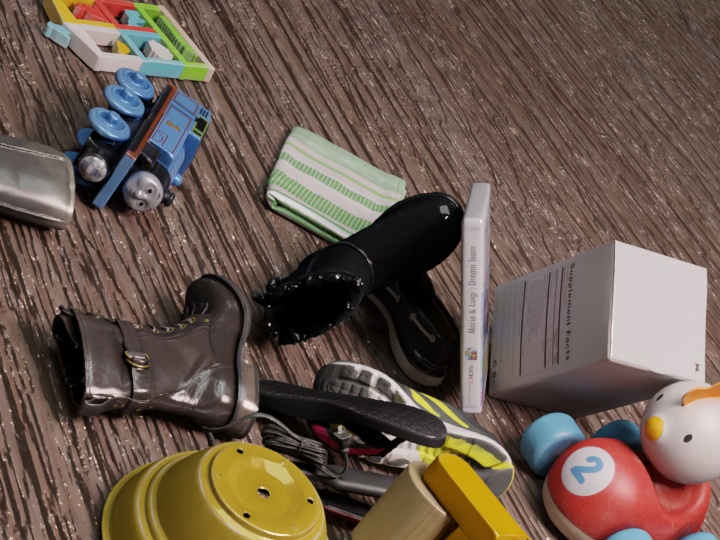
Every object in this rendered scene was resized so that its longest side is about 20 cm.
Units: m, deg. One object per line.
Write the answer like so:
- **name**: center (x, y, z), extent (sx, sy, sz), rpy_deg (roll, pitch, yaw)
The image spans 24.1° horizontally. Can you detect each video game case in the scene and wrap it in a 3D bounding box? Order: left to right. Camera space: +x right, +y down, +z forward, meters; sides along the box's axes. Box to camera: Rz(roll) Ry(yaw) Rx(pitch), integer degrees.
- **video game case**: center (0.112, 0.022, 1.629), extent (0.023, 0.185, 0.200), rpy_deg (1, 12, 6)

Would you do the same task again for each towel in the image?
- **towel**: center (-0.026, -0.087, 1.868), extent (0.151, 0.024, 0.201), rpy_deg (28, 28, -5)

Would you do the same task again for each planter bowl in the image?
- **planter bowl**: center (-0.088, 0.192, 1.270), extent (0.199, 0.084, 0.201), rpy_deg (24, 32, -16)

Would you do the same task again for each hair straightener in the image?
- **hair straightener**: center (-0.037, 0.157, 1.400), extent (0.198, 0.078, 0.041), rpy_deg (22, 15, -13)

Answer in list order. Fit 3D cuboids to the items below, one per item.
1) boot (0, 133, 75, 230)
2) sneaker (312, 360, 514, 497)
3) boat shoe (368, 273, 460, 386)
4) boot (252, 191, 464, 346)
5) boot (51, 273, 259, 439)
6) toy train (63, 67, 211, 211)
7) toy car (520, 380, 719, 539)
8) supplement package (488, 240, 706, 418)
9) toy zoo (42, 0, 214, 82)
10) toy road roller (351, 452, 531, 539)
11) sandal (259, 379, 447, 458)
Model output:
- **boot**: center (-0.365, -0.122, 1.535), extent (0.198, 0.073, 0.183), rpy_deg (4, 51, -30)
- **sneaker**: center (0.045, 0.144, 1.526), extent (0.199, 0.075, 0.085), rpy_deg (31, 9, 0)
- **boat shoe**: center (0.047, 0.025, 1.703), extent (0.073, 0.061, 0.201), rpy_deg (13, 37, -32)
- **boot**: center (0.000, -0.001, 1.586), extent (0.074, 0.196, 0.162), rpy_deg (64, 17, -7)
- **boot**: center (-0.178, 0.057, 1.430), extent (0.172, 0.070, 0.201), rpy_deg (16, 33, -28)
- **toy train**: center (-0.221, -0.127, 1.675), extent (0.114, 0.087, 0.201), rpy_deg (32, 27, -10)
- **toy car**: center (0.280, 0.167, 1.563), extent (0.175, 0.201, 0.185), rpy_deg (9, 34, -35)
- **supplement package**: center (0.232, 0.062, 1.659), extent (0.120, 0.199, 0.121), rpy_deg (15, 69, -28)
- **toy zoo**: center (-0.275, -0.268, 1.917), extent (0.199, 0.021, 0.131), rpy_deg (1, 40, -45)
- **toy road roller**: center (0.100, 0.252, 1.342), extent (0.200, 0.123, 0.145), rpy_deg (49, 19, 27)
- **sandal**: center (-0.012, 0.133, 1.451), extent (0.198, 0.046, 0.075), rpy_deg (9, 5, 30)
